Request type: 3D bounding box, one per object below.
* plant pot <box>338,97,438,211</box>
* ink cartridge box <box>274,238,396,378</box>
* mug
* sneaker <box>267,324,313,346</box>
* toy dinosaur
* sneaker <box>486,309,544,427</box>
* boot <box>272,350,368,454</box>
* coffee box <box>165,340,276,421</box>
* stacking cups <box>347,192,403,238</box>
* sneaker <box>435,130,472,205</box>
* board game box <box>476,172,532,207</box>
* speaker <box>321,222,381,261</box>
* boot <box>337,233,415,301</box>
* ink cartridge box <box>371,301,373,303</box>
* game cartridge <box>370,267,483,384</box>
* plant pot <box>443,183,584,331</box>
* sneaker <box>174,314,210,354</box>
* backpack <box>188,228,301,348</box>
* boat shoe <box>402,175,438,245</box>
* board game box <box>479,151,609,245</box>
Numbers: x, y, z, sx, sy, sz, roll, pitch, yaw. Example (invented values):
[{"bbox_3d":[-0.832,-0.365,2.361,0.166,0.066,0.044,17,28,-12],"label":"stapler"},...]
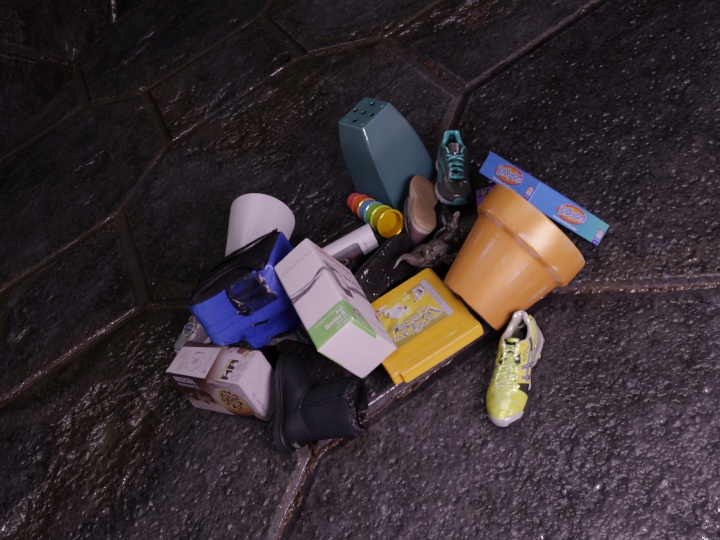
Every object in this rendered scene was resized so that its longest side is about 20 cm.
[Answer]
[{"bbox_3d":[0.046,-0.258,1.818,0.141,0.202,0.140,-44,39,-18],"label":"plant pot"},{"bbox_3d":[-0.044,0.062,1.427,0.084,0.145,0.201,-40,51,10],"label":"ink cartridge box"},{"bbox_3d":[-0.229,-0.049,1.858,0.146,0.188,0.156,10,54,-1],"label":"mug"},{"bbox_3d":[-0.127,0.090,1.655,0.196,0.078,0.092,-3,40,29],"label":"sneaker"},{"bbox_3d":[0.139,-0.033,1.589,0.199,0.078,0.102,-37,10,-23],"label":"toy dinosaur"},{"bbox_3d":[0.233,0.151,1.328,0.074,0.077,0.202,-4,46,29],"label":"sneaker"},{"bbox_3d":[-0.065,0.211,1.465,0.165,0.077,0.203,-20,45,21],"label":"boot"},{"bbox_3d":[-0.250,0.203,1.576,0.197,0.114,0.080,4,48,36],"label":"coffee box"},{"bbox_3d":[0.025,-0.127,1.787,0.060,0.061,0.200,-36,30,-7],"label":"stacking cups"},{"bbox_3d":[0.188,-0.213,1.734,0.076,0.092,0.202,-3,41,-3],"label":"sneaker"},{"bbox_3d":[0.285,-0.101,1.620,0.118,0.032,0.202,-21,38,20],"label":"board game box"},{"bbox_3d":[-0.048,-0.016,1.710,0.197,0.082,0.082,-27,37,4],"label":"speaker"},{"bbox_3d":[-0.001,-0.002,1.628,0.156,0.081,0.210,-8,18,42],"label":"boot"},{"bbox_3d":[0.044,0.113,1.540,0.094,0.037,0.199,-42,36,-15],"label":"ink cartridge box"},{"bbox_3d":[0.095,0.093,1.473,0.174,0.033,0.200,-32,35,-5],"label":"game cartridge"},{"bbox_3d":[0.242,-0.009,1.425,0.184,0.200,0.200,-48,38,2],"label":"plant pot"},{"bbox_3d":[-0.338,0.091,1.789,0.074,0.083,0.202,3,49,36],"label":"sneaker"},{"bbox_3d":[-0.204,0.054,1.542,0.197,0.170,0.163,-25,16,15],"label":"backpack"},{"bbox_3d":[0.118,-0.125,1.730,0.065,0.071,0.202,-53,19,31],"label":"boat shoe"},{"bbox_3d":[0.321,-0.126,1.483,0.045,0.198,0.152,-58,37,11],"label":"board game box"}]
